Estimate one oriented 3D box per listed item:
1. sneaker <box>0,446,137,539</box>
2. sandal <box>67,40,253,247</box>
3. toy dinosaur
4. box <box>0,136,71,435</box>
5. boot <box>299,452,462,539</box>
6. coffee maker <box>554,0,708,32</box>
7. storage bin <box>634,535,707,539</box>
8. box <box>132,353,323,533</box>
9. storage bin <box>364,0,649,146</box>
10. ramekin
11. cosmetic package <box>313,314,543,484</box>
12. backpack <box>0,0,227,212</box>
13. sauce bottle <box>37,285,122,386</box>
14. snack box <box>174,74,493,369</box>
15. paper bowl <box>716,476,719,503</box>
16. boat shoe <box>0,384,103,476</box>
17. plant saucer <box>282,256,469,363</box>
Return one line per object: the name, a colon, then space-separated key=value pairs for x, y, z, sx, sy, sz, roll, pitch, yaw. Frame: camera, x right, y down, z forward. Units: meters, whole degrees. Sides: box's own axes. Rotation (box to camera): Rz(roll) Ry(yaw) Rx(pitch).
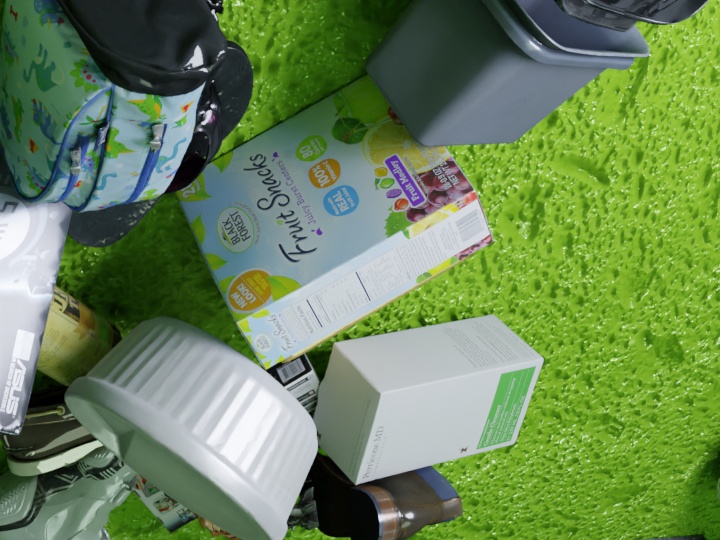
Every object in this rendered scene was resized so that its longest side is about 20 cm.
sneaker: x=-0.228 y=0.203 z=1.256 sx=0.199 sy=0.075 sz=0.116 roll=-26 pitch=109 yaw=3
sandal: x=-0.144 y=-0.085 z=1.074 sx=0.075 sy=0.048 sz=0.201 roll=24 pitch=116 yaw=-43
toy dinosaur: x=-0.110 y=0.196 z=1.304 sx=0.134 sy=0.103 sz=0.200 roll=-9 pitch=164 yaw=-3
box: x=-0.287 y=-0.001 z=0.981 sx=0.160 sy=0.043 sz=0.202 roll=23 pitch=72 yaw=-42
boot: x=0.013 y=0.213 z=1.357 sx=0.096 sy=0.200 sz=0.076 roll=-4 pitch=101 yaw=-26
coffee maker: x=0.130 y=-0.257 z=0.953 sx=0.190 sy=0.201 sz=0.136 roll=-13 pitch=135 yaw=-19
storage bin: x=0.375 y=0.426 z=1.847 sx=0.198 sy=0.094 sz=0.136 roll=4 pitch=128 yaw=-32
box: x=-0.119 y=0.160 z=1.338 sx=0.199 sy=0.035 sz=0.110 roll=-29 pitch=139 yaw=-2
storage bin: x=0.096 y=-0.172 z=1.063 sx=0.134 sy=0.146 sz=0.199 roll=-42 pitch=163 yaw=28
ramekin: x=-0.123 y=0.120 z=1.111 sx=0.095 sy=0.201 sz=0.203 roll=-56 pitch=143 yaw=-19
cosmetic package: x=0.062 y=0.117 z=1.337 sx=0.199 sy=0.085 sz=0.108 roll=-10 pitch=128 yaw=-37
backpack: x=-0.171 y=-0.127 z=0.943 sx=0.153 sy=0.164 sz=0.200 roll=-23 pitch=160 yaw=-16
sauce bottle: x=-0.264 y=0.030 z=1.103 sx=0.065 sy=0.065 sz=0.200 roll=-38 pitch=140 yaw=9
snack box: x=-0.025 y=-0.044 z=1.093 sx=0.199 sy=0.169 sz=0.068 roll=-30 pitch=138 yaw=-1
paper bowl: x=0.522 y=0.232 z=1.735 sx=0.199 sy=0.105 sz=0.202 roll=-16 pitch=136 yaw=-16
boat shoe: x=-0.209 y=0.107 z=1.210 sx=0.199 sy=0.072 sz=0.060 roll=-21 pitch=112 yaw=-20
plant saucer: x=0.000 y=0.000 z=1.193 sx=0.199 sy=0.049 sz=0.200 roll=-31 pitch=170 yaw=-2
